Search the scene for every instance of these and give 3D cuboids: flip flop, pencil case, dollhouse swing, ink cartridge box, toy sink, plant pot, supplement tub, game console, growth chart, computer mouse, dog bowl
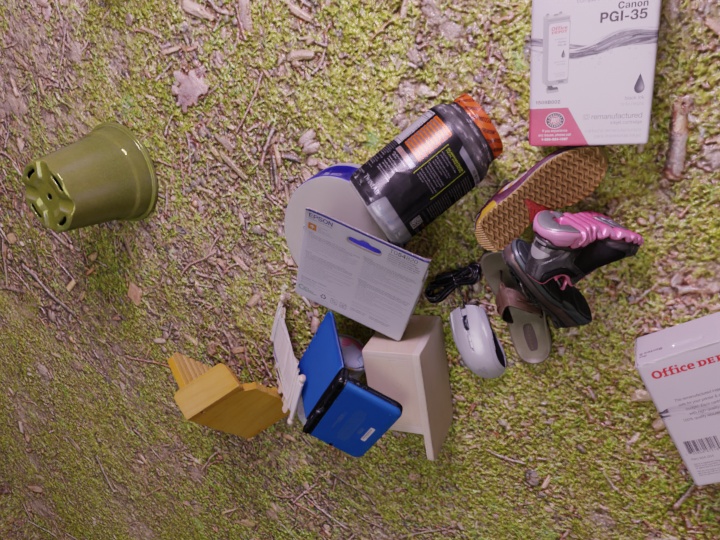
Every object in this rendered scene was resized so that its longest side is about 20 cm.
[{"bbox_3d":[0.241,0.059,0.859,0.079,0.058,0.205,-13,105,31],"label":"flip flop"},{"bbox_3d":[-0.055,0.218,1.066,0.091,0.082,0.204,44,126,30],"label":"pencil case"},{"bbox_3d":[-0.265,0.221,1.139,0.179,0.200,0.179,-32,54,12],"label":"dollhouse swing"},{"bbox_3d":[0.281,-0.263,0.681,0.142,0.083,0.207,5,114,25],"label":"ink cartridge box"},{"bbox_3d":[0.082,0.197,0.960,0.109,0.130,0.206,0,113,26],"label":"toy sink"},{"bbox_3d":[-0.529,-0.166,1.082,0.194,0.184,0.207,10,116,22],"label":"plant pot"},{"bbox_3d":[0.091,-0.140,0.777,0.198,0.123,0.124,-37,94,5],"label":"supplement tub"},{"bbox_3d":[-0.026,0.198,0.950,0.167,0.120,0.202,27,137,-5],"label":"game console"},{"bbox_3d":[0.000,0.000,0.844,0.195,0.041,0.203,24,141,6],"label":"ink cartridge box"},{"bbox_3d":[-0.142,0.170,1.056,0.147,0.017,0.204,114,145,-43],"label":"growth chart"},{"bbox_3d":[0.181,0.095,0.914,0.107,0.044,0.205,-19,102,33],"label":"computer mouse"},{"bbox_3d":[-0.027,-0.068,0.929,0.194,0.079,0.207,11,116,22],"label":"dog bowl"},{"bbox_3d":[0.487,0.173,0.767,0.143,0.084,0.204,-26,99,33],"label":"ink cartridge box"}]

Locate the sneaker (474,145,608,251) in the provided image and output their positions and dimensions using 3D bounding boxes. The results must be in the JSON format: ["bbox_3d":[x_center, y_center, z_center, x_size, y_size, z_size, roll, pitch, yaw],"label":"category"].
[{"bbox_3d":[0.239,-0.112,0.771,0.197,0.091,0.076,-34,106,22],"label":"sneaker"}]

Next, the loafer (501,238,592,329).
[{"bbox_3d":[0.254,0.032,0.791,0.198,0.074,0.062,35,132,-30],"label":"loafer"}]

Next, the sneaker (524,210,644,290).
[{"bbox_3d":[0.288,-0.022,0.733,0.079,0.194,0.098,44,128,51],"label":"sneaker"}]
